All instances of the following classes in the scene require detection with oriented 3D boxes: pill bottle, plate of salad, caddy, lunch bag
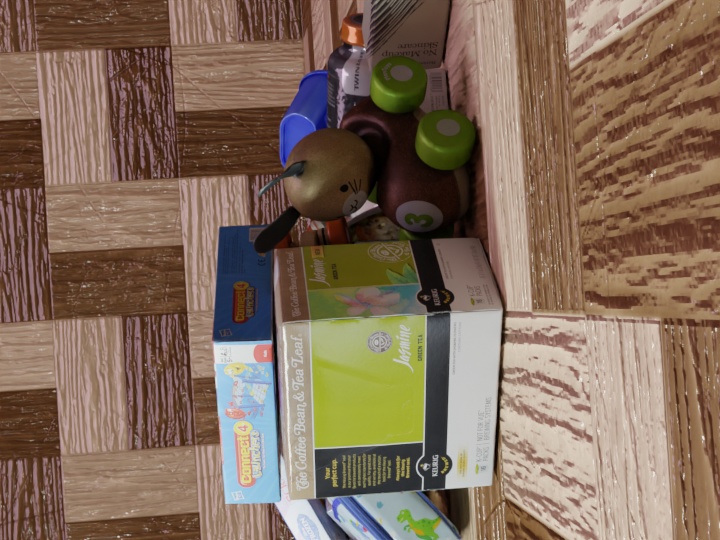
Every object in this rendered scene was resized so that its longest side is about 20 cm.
[{"bbox_3d":[0.012,-0.199,1.688,0.106,0.106,0.201,-105,14,-63],"label":"pill bottle"},{"bbox_3d":[0.000,0.000,1.624,0.048,0.200,0.200,52,158,25],"label":"plate of salad"},{"bbox_3d":[-0.030,-0.187,1.948,0.200,0.141,0.105,96,-160,-60],"label":"caddy"},{"bbox_3d":[0.027,0.265,1.566,0.161,0.082,0.200,46,170,10],"label":"lunch bag"}]

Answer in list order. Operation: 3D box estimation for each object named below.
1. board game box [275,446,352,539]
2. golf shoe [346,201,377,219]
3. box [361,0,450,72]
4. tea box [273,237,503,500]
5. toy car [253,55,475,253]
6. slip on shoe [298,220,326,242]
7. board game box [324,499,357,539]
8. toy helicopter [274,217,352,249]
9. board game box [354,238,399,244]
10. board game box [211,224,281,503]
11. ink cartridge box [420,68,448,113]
[{"bbox_3d":[-0.057,0.267,1.778,0.200,0.041,0.200,61,-166,-5],"label":"board game box"},{"bbox_3d":[-0.003,-0.108,1.808,0.097,0.078,0.200,55,169,-17],"label":"golf shoe"},{"bbox_3d":[0.047,-0.288,1.422,0.200,0.082,0.069,92,171,-56],"label":"box"},{"bbox_3d":[0.021,0.090,1.325,0.134,0.196,0.201,-103,11,-58],"label":"tea box"},{"bbox_3d":[-0.011,-0.081,1.369,0.158,0.200,0.165,53,153,29],"label":"toy car"},{"bbox_3d":[-0.009,0.008,1.833,0.200,0.061,0.074,39,-167,-36],"label":"slip on shoe"},{"bbox_3d":[0.015,0.278,1.809,0.200,0.041,0.200,51,-163,-34],"label":"board game box"},{"bbox_3d":[-0.030,0.038,1.520,0.200,0.079,0.133,65,-167,-63],"label":"toy helicopter"},{"bbox_3d":[0.051,0.077,1.482,0.103,0.104,0.201,-107,14,-68],"label":"board game box"},{"bbox_3d":[-0.109,0.089,1.409,0.200,0.056,0.196,-95,4,-57],"label":"board game box"},{"bbox_3d":[0.065,-0.138,1.550,0.200,0.039,0.100,118,147,-77],"label":"ink cartridge box"}]
